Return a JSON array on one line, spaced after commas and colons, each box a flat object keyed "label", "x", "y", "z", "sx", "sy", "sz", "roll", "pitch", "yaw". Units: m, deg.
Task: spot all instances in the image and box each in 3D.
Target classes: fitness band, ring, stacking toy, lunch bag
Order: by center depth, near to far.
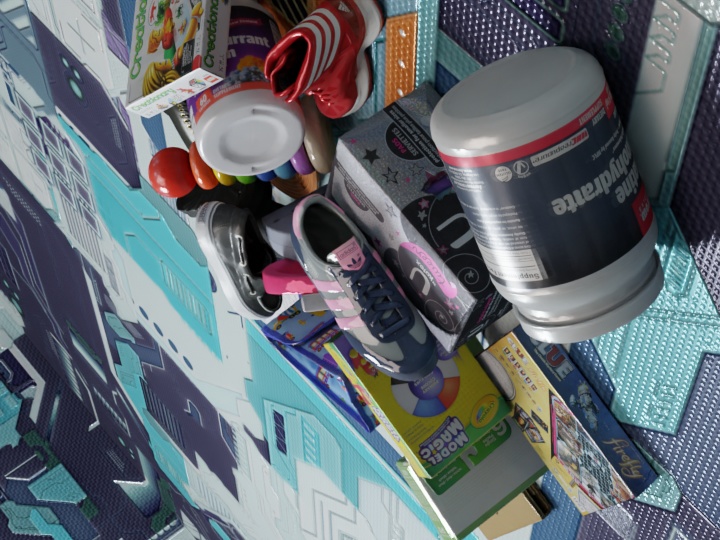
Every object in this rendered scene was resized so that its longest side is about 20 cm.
[{"label": "fitness band", "x": 0.000, "y": 0.000, "z": 1.539, "sx": 0.144, "sy": 0.199, "sz": 0.038, "roll": -68, "pitch": -30, "yaw": -74}, {"label": "stacking toy", "x": -0.129, "y": -0.124, "z": 1.616, "sx": 0.085, "sy": 0.199, "sz": 0.086, "roll": -13, "pitch": -90, "yaw": -79}, {"label": "lunch bag", "x": -0.005, "y": 0.063, "z": 1.688, "sx": 0.200, "sy": 0.150, "sz": 0.094, "roll": 31, "pitch": 155, "yaw": 49}, {"label": "ring", "x": -0.107, "y": -0.170, "z": 1.756, "sx": 0.200, "sy": 0.019, "sz": 0.201, "roll": 44, "pitch": 156, "yaw": 25}]

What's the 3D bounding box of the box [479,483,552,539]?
[{"label": "box", "x": 0.141, "y": 0.239, "z": 1.820, "sx": 0.164, "sy": 0.021, "sz": 0.200, "roll": 53, "pitch": 160, "yaw": 6}]

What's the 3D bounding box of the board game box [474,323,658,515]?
[{"label": "board game box", "x": 0.201, "y": 0.148, "z": 1.536, "sx": 0.200, "sy": 0.035, "sz": 0.136, "roll": 54, "pitch": 159, "yaw": 4}]

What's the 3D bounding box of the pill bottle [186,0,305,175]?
[{"label": "pill bottle", "x": -0.128, "y": -0.204, "z": 1.550, "sx": 0.112, "sy": 0.111, "sz": 0.201, "roll": 86, "pitch": 170, "yaw": -53}]

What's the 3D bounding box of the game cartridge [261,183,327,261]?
[{"label": "game cartridge", "x": -0.018, "y": -0.053, "z": 1.575, "sx": 0.200, "sy": 0.133, "sz": 0.041, "roll": 12, "pitch": 124, "yaw": 61}]

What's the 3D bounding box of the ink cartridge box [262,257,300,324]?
[{"label": "ink cartridge box", "x": -0.075, "y": 0.028, "z": 1.897, "sx": 0.200, "sy": 0.076, "sz": 0.137, "roll": 38, "pitch": 154, "yaw": 42}]

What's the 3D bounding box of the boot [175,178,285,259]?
[{"label": "boot", "x": -0.106, "y": -0.060, "z": 1.749, "sx": 0.162, "sy": 0.074, "sz": 0.198, "roll": 26, "pitch": 168, "yaw": -29}]

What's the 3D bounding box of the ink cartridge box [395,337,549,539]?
[{"label": "ink cartridge box", "x": 0.099, "y": 0.166, "z": 1.629, "sx": 0.201, "sy": 0.145, "sz": 0.048, "roll": 57, "pitch": 161, "yaw": -5}]

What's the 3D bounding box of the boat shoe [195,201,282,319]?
[{"label": "boat shoe", "x": -0.119, "y": -0.005, "z": 1.661, "sx": 0.056, "sy": 0.069, "sz": 0.200, "roll": 4, "pitch": 151, "yaw": 21}]

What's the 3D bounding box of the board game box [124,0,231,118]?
[{"label": "board game box", "x": -0.177, "y": -0.264, "z": 1.516, "sx": 0.034, "sy": 0.201, "sz": 0.126, "roll": 20, "pitch": 153, "yaw": -39}]

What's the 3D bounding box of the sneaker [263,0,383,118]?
[{"label": "sneaker", "x": -0.050, "y": -0.191, "z": 1.461, "sx": 0.078, "sy": 0.115, "sz": 0.200, "roll": 48, "pitch": 158, "yaw": 18}]

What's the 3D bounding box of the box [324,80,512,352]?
[{"label": "box", "x": 0.072, "y": -0.048, "z": 1.414, "sx": 0.200, "sy": 0.115, "sz": 0.132, "roll": 49, "pitch": 159, "yaw": 14}]

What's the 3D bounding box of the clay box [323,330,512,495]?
[{"label": "clay box", "x": 0.067, "y": 0.121, "z": 1.567, "sx": 0.200, "sy": 0.115, "sz": 0.048, "roll": 53, "pitch": 165, "yaw": -4}]

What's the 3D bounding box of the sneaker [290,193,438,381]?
[{"label": "sneaker", "x": -0.002, "y": 0.014, "z": 1.403, "sx": 0.200, "sy": 0.070, "sz": 0.082, "roll": 49, "pitch": 166, "yaw": 20}]

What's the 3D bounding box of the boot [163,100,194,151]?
[{"label": "boot", "x": -0.195, "y": -0.195, "z": 1.833, "sx": 0.139, "sy": 0.077, "sz": 0.200, "roll": 60, "pitch": 172, "yaw": -6}]

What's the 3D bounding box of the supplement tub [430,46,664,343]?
[{"label": "supplement tub", "x": 0.149, "y": -0.060, "z": 1.193, "sx": 0.140, "sy": 0.140, "sz": 0.201, "roll": 19, "pitch": 139, "yaw": 57}]
